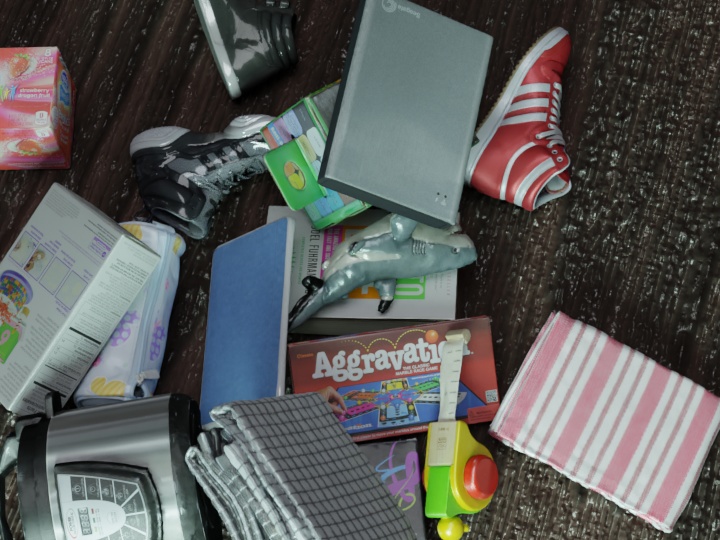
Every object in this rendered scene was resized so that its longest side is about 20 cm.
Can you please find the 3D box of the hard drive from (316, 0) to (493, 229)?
[{"bbox_3d":[0.045,-0.156,1.465,0.139,0.033,0.201,19,72,-21],"label":"hard drive"}]

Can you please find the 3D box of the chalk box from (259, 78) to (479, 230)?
[{"bbox_3d":[-0.009,-0.125,1.522,0.200,0.124,0.125,-30,94,-26],"label":"chalk box"}]

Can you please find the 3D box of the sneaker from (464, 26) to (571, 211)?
[{"bbox_3d":[0.195,-0.153,1.592,0.112,0.071,0.200,29,79,19],"label":"sneaker"}]

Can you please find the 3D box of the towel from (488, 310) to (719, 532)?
[{"bbox_3d":[0.242,0.145,1.482,0.200,0.030,0.147,28,73,6],"label":"towel"}]

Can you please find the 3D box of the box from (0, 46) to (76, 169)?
[{"bbox_3d":[-0.412,-0.171,1.627,0.199,0.095,0.103,-2,67,3],"label":"box"}]

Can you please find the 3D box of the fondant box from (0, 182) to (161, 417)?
[{"bbox_3d":[-0.302,0.031,1.496,0.144,0.058,0.200,33,88,44],"label":"fondant box"}]

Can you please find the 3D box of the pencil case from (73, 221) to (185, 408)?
[{"bbox_3d":[-0.228,0.051,1.521,0.083,0.091,0.201,15,64,-17],"label":"pencil case"}]

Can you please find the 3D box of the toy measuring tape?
[{"bbox_3d":[0.100,0.160,1.460,0.073,0.074,0.201,5,74,6],"label":"toy measuring tape"}]

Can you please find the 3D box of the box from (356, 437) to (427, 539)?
[{"bbox_3d":[-0.006,0.264,1.447,0.142,0.036,0.201,-5,68,1],"label":"box"}]

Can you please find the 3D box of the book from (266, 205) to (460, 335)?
[{"bbox_3d":[0.000,0.000,1.558,0.199,0.048,0.134,1,61,5],"label":"book"}]

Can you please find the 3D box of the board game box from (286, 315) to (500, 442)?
[{"bbox_3d":[0.033,0.108,1.482,0.199,0.019,0.103,-8,93,-8],"label":"board game box"}]

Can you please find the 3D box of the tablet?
[{"bbox_3d":[-0.112,0.052,1.514,0.130,0.014,0.201,-21,57,44],"label":"tablet"}]

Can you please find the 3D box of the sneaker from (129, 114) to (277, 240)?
[{"bbox_3d":[-0.143,-0.093,1.590,0.199,0.076,0.114,-5,68,8],"label":"sneaker"}]

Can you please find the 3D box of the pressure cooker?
[{"bbox_3d":[-0.237,0.213,1.412,0.199,0.179,0.176,-8,46,0],"label":"pressure cooker"}]

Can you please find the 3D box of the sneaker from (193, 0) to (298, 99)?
[{"bbox_3d":[-0.127,-0.290,1.676,0.099,0.071,0.201,-19,73,-6],"label":"sneaker"}]

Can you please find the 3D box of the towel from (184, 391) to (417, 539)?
[{"bbox_3d":[-0.054,0.209,1.361,0.086,0.165,0.200,-44,71,22],"label":"towel"}]

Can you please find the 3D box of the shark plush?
[{"bbox_3d":[0.015,0.001,1.495,0.200,0.091,0.083,-31,91,-21],"label":"shark plush"}]
